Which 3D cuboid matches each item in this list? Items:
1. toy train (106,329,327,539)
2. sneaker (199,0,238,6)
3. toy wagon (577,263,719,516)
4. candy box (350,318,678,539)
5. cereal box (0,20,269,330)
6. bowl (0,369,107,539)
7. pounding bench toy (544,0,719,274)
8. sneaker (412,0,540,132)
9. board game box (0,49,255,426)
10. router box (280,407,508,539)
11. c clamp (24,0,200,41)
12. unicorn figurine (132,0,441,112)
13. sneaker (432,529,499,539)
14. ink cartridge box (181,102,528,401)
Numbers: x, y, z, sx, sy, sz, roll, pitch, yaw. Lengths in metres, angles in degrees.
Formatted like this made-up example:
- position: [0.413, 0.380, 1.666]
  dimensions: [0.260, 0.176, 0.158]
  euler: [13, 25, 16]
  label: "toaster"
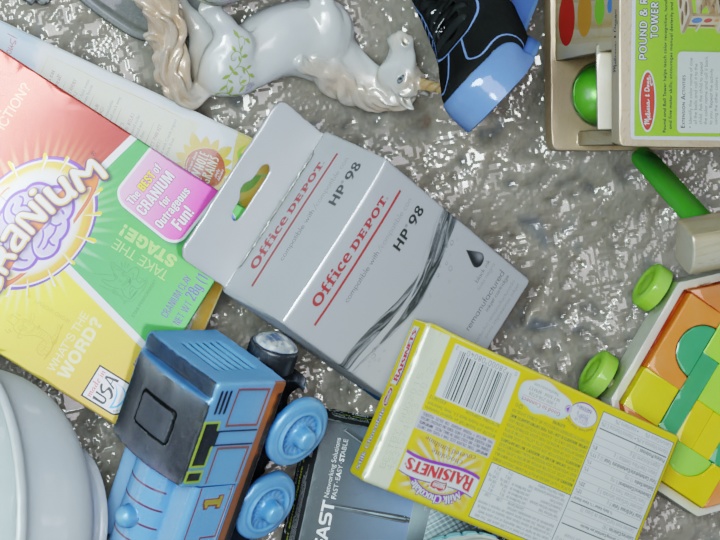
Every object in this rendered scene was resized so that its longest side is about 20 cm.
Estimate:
- position: [-0.098, 0.128, 1.136]
  dimensions: [0.114, 0.087, 0.201]
  euler: [3, 114, -47]
  label: "toy train"
- position: [-0.112, -0.232, 1.080]
  dimensions: [0.088, 0.081, 0.200]
  euler: [-41, 97, 0]
  label: "sneaker"
- position: [0.244, 0.059, 1.263]
  dimensions: [0.155, 0.040, 0.201]
  euler: [33, 85, -12]
  label: "toy wagon"
- position: [0.098, 0.113, 1.169]
  dimensions: [0.199, 0.026, 0.103]
  euler: [25, 89, -25]
  label: "candy box"
- position: [-0.167, -0.049, 1.169]
  dimensions: [0.199, 0.040, 0.145]
  euler: [25, 87, -12]
  label: "cereal box"
- position: [-0.210, 0.147, 1.109]
  dimensions: [0.090, 0.200, 0.203]
  euler: [7, 91, -39]
  label: "bowl"
- position: [0.192, -0.101, 1.186]
  dimensions: [0.123, 0.156, 0.202]
  euler: [-1, 92, -13]
  label: "pounding bench toy"
- position: [0.062, -0.153, 1.147]
  dimensions: [0.078, 0.200, 0.070]
  euler: [39, 115, -13]
  label: "sneaker"
- position: [-0.186, -0.023, 1.125]
  dimensions: [0.199, 0.040, 0.154]
  euler: [32, 87, -12]
  label: "board game box"
- position: [0.022, 0.198, 1.207]
  dimensions: [0.149, 0.062, 0.202]
  euler: [12, 90, -11]
  label: "router box"
- position: [-0.139, -0.234, 1.174]
  dimensions: [0.171, 0.027, 0.201]
  euler: [38, 83, -12]
  label: "c clamp"
- position: [-0.042, -0.151, 1.179]
  dimensions: [0.199, 0.074, 0.138]
  euler: [-16, 104, -10]
  label: "unicorn figurine"
- position: [0.008, 0.211, 1.129]
  dimensions: [0.199, 0.086, 0.078]
  euler: [-24, 95, -10]
  label: "sneaker"
- position: [0.000, 0.000, 1.147]
  dimensions: [0.200, 0.067, 0.116]
  euler: [37, 84, -42]
  label: "ink cartridge box"
